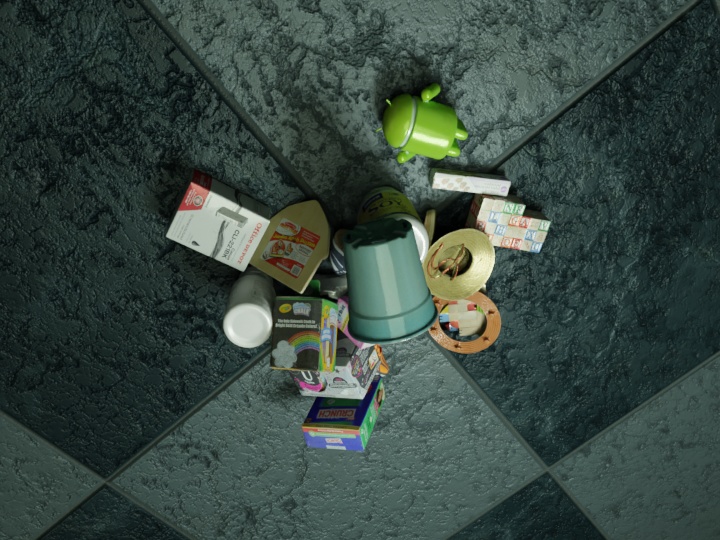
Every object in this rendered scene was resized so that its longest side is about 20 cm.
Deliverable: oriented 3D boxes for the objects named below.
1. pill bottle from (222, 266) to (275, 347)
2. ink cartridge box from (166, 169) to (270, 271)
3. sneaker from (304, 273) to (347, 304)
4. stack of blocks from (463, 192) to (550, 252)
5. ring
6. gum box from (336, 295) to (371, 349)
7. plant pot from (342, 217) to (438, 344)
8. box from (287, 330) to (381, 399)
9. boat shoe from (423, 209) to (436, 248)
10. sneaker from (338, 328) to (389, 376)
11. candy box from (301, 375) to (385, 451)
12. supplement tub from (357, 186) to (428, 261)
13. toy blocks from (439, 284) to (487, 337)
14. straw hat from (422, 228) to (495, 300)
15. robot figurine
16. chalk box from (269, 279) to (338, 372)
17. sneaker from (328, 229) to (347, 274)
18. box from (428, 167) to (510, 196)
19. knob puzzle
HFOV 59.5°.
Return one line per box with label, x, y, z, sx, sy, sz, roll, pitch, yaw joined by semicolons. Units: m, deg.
pill bottle;-0.255;0.077;1.475;0.110;0.202;0.118;-1;118;-3
ink cartridge box;-0.320;-0.111;1.433;0.196;0.084;0.146;25;111;-22
sneaker;-0.043;0.054;1.556;0.194;0.116;0.076;-9;118;-7
stack of blocks;0.368;-0.123;1.566;0.194;0.059;0.118;9;117;-15
ring;0.262;0.134;1.623;0.194;0.019;0.206;8;122;13
gum box;0.033;0.113;1.549;0.198;0.113;0.067;-10;133;-53
plant pot;0.050;0.012;1.283;0.194;0.201;0.202;-12;113;-3
box;-0.070;0.234;1.590;0.195;0.133;0.117;-5;125;34
boat shoe;0.142;-0.057;1.555;0.063;0.071;0.205;15;112;6
sneaker;0.038;0.190;1.665;0.111;0.078;0.200;-36;118;11
candy box;-0.041;0.366;1.645;0.164;0.202;0.079;-2;123;23
supplement tub;0.069;-0.096;1.445;0.141;0.201;0.149;-4;120;-8
toy blocks;0.261;0.094;1.656;0.132;0.101;0.205;-5;120;6
straw hat;0.224;-0.032;1.546;0.195;0.085;0.207;-9;118;-16
robot figurine;0.135;-0.316;1.387;0.194;0.117;0.178;11;128;-15
chalk box;-0.124;0.124;1.434;0.121;0.124;0.207;2;80;15
sneaker;0.000;0.000;1.513;0.070;0.109;0.201;-39;84;-27
box;0.261;-0.212;1.510;0.194;0.042;0.040;5;118;-12
knob puzzle;-0.145;-0.068;1.452;0.217;0.223;0.030;-33;149;9
